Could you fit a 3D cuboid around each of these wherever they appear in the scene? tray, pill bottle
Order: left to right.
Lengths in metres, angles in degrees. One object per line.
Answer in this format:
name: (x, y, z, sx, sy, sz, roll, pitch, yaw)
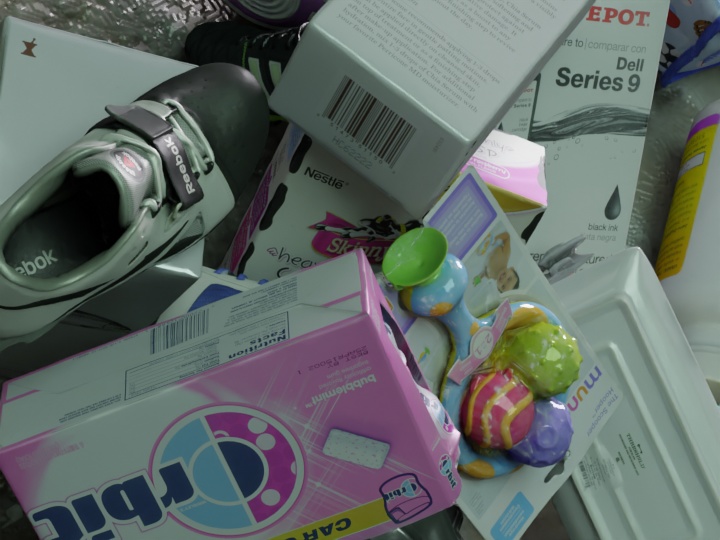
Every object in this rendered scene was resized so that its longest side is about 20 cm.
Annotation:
tray: (0.149, 0.099, 1.291, 0.107, 0.022, 0.201, -25, 94, 12)
pill bottle: (0.237, -0.003, 1.453, 0.104, 0.104, 0.201, 26, 62, -15)

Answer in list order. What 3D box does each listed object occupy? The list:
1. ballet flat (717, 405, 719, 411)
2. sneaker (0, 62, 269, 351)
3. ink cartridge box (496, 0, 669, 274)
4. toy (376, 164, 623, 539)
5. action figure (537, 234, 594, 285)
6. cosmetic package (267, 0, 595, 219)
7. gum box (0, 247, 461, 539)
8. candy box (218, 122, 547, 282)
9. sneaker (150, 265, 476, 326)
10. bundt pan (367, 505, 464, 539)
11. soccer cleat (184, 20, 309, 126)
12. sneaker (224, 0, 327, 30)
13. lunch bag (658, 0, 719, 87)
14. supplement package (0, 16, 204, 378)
ballet flat: (0.174, 0.166, 1.340, 0.067, 0.067, 0.201, 18, 106, -5)
sneaker: (-0.104, -0.036, 1.072, 0.074, 0.088, 0.200, 49, 60, -3)
ink cartridge box: (0.086, -0.084, 1.364, 0.145, 0.084, 0.202, 2, 105, -25)
toy: (0.075, 0.055, 1.184, 0.115, 0.047, 0.200, -50, 129, -15)
action figure: (0.133, 0.062, 1.350, 0.200, 0.130, 0.070, 40, 25, -28)
cosmetic package: (0.050, -0.130, 1.204, 0.101, 0.071, 0.200, 38, 50, 3)
gum box: (-0.058, 0.080, 1.101, 0.066, 0.199, 0.114, -96, 164, -61)
candy box: (0.000, 0.000, 1.270, 0.135, 0.201, 0.061, 19, 35, -12)
sneaker: (-0.042, 0.030, 1.210, 0.198, 0.081, 0.115, -22, 38, -14)
bundt pan: (-0.046, 0.134, 1.210, 0.200, 0.076, 0.203, -8, 39, 6)
soccer cleat: (-0.027, -0.114, 1.329, 0.067, 0.082, 0.200, -20, 38, -38)
sneaker: (0.002, -0.164, 1.416, 0.200, 0.075, 0.100, 37, 38, -20)
lunch bag: (0.259, -0.235, 1.544, 0.199, 0.124, 0.171, -22, 81, -23)
supplement package: (-0.163, -0.028, 1.207, 0.116, 0.200, 0.118, 14, 65, -20)
